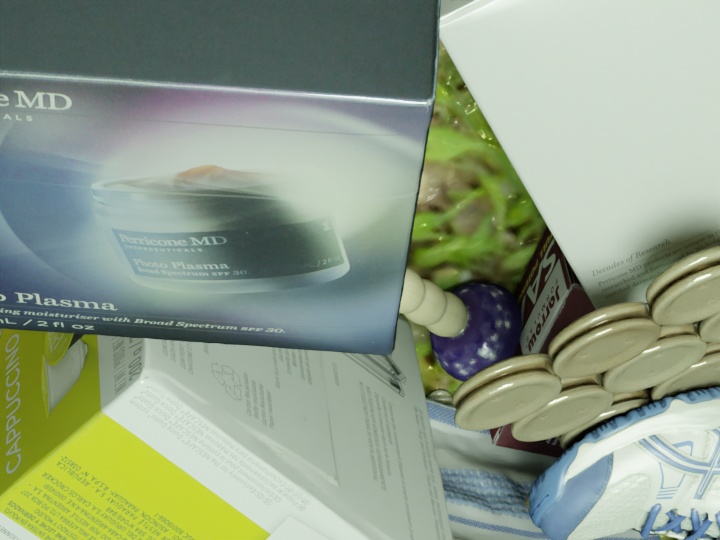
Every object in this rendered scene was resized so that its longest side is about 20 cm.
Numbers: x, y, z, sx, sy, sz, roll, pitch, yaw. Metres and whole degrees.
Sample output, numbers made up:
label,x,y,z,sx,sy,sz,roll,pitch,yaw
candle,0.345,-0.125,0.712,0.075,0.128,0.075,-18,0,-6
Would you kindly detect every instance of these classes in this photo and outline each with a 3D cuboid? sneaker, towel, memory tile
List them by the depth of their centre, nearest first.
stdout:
label,x,y,z,sx,sy,sz,roll,pitch,yaw
memory tile,0.141,0.040,1.001,0.153,0.017,0.199,-31,155,23
sneaker,0.179,0.101,1.036,0.198,0.089,0.075,-16,159,-6
towel,0.085,0.123,1.073,0.146,0.200,0.024,10,114,-22

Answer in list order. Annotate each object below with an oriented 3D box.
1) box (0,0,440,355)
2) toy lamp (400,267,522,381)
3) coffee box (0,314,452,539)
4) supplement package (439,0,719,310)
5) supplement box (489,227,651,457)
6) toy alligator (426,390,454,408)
label,x,y,z,sx,sy,sz,roll,pitch,yaw
box,-0.076,-0.066,0.826,0.198,0.124,0.199,3,152,-1
toy lamp,0.000,0.000,1.029,0.058,0.059,0.199,-37,140,21
coffee box,-0.100,0.090,1.032,0.197,0.201,0.200,-38,123,22
supplement package,0.117,-0.091,0.967,0.119,0.122,0.201,-25,127,13
supplement box,0.171,0.049,1.121,0.198,0.061,0.109,12,126,-17
toy alligator,0.015,0.155,1.190,0.059,0.054,0.201,11,126,-15
